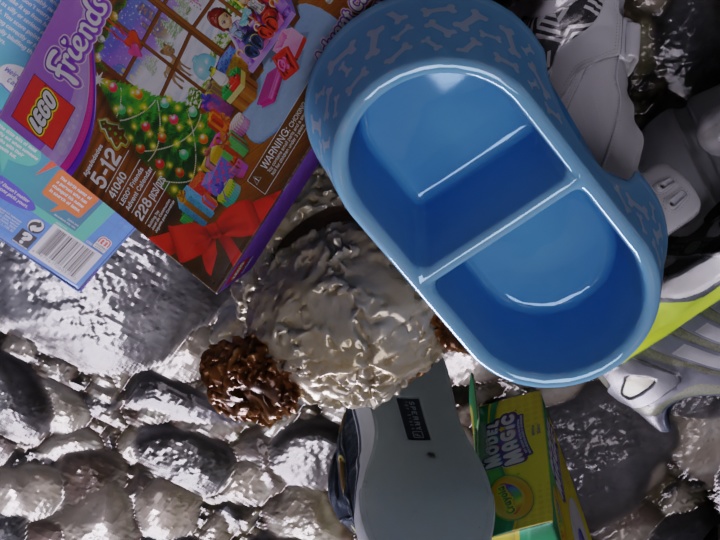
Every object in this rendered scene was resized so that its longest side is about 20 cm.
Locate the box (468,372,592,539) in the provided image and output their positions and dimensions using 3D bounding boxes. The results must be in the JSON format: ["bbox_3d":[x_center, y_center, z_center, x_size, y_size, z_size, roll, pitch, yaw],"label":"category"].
[{"bbox_3d":[0.103,0.160,1.264,0.048,0.118,0.201,-17,123,12],"label":"box"}]

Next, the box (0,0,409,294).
[{"bbox_3d":[-0.064,-0.107,1.027,0.137,0.039,0.200,38,119,8],"label":"box"}]

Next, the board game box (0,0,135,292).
[{"bbox_3d":[-0.136,-0.105,1.114,0.152,0.045,0.200,36,113,-24],"label":"board game box"}]

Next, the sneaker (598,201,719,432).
[{"bbox_3d":[0.188,0.010,1.076,0.200,0.074,0.081,-30,111,36],"label":"sneaker"}]

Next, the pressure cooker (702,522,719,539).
[{"bbox_3d":[0.309,0.181,1.268,0.199,0.176,0.179,-29,124,16],"label":"pressure cooker"}]

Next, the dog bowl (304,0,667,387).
[{"bbox_3d":[0.058,-0.029,0.992,0.111,0.050,0.200,-33,116,16],"label":"dog bowl"}]

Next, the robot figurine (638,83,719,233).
[{"bbox_3d":[0.218,-0.049,1.148,0.199,0.113,0.170,-26,148,10],"label":"robot figurine"}]

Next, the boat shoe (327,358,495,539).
[{"bbox_3d":[0.024,0.124,1.186,0.070,0.201,0.091,4,126,-8],"label":"boat shoe"}]

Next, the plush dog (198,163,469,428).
[{"bbox_3d":[0.000,0.000,1.119,0.199,0.172,0.161,-20,122,7],"label":"plush dog"}]

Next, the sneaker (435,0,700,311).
[{"bbox_3d":[0.111,-0.074,1.087,0.115,0.200,0.075,35,155,-11],"label":"sneaker"}]
